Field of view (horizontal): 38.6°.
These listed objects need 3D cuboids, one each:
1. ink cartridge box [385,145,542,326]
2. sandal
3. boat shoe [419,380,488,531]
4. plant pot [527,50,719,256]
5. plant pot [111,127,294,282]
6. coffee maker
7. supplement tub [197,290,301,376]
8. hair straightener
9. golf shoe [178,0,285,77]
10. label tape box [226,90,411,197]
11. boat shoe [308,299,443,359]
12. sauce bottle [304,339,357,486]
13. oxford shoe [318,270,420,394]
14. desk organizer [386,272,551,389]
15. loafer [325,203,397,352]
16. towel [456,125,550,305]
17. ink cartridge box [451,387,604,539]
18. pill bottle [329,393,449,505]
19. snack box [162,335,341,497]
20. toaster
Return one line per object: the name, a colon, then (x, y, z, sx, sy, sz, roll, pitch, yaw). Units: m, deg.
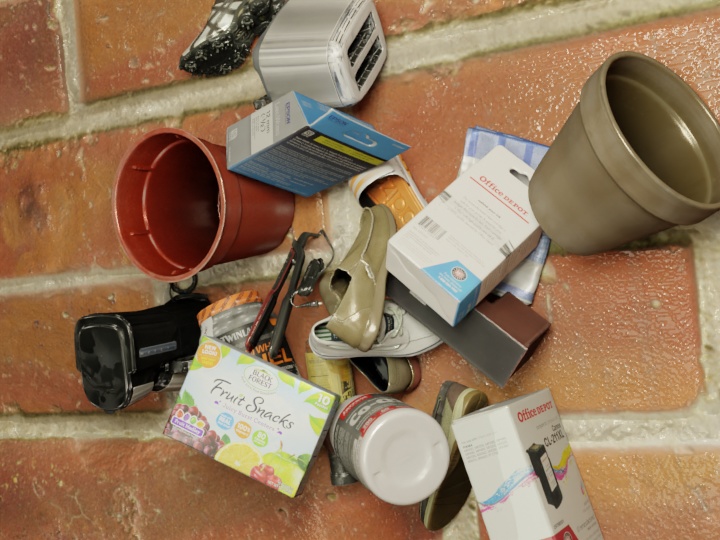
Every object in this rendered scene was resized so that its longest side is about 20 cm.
ink cartridge box: (0.138, -0.044, 1.229, 0.116, 0.200, 0.067, 41, 157, 21)
sandal: (0.033, -0.104, 1.348, 0.079, 0.059, 0.207, -50, 62, 27)
boat shoe: (0.112, 0.237, 1.331, 0.065, 0.073, 0.202, 29, 110, 42)
plant pot: (0.283, -0.110, 1.141, 0.173, 0.199, 0.202, -41, 72, 45)
plant pot: (-0.204, -0.090, 1.426, 0.199, 0.194, 0.204, 2, 94, 32)
coffee maker: (-0.315, 0.096, 1.506, 0.134, 0.199, 0.194, -29, 79, 29)
supplement tub: (-0.152, 0.139, 1.453, 0.122, 0.122, 0.202, -29, 78, 30)
hair straightener: (-0.084, 0.031, 1.406, 0.076, 0.041, 0.202, 20, 68, 13)
golf shoe: (-0.187, -0.355, 1.480, 0.199, 0.077, 0.095, -29, 61, 28)
label tape box: (-0.055, -0.167, 1.304, 0.199, 0.142, 0.067, -22, 63, 41)
boat shoe: (0.032, 0.076, 1.311, 0.197, 0.067, 0.074, -14, 75, -2)
sauce bottle: (-0.034, 0.192, 1.418, 0.065, 0.066, 0.203, -8, 91, 32)
oxford shoe: (0.002, 0.080, 1.379, 0.200, 0.074, 0.071, 50, 117, 20)
desk organizer: (0.130, 0.045, 1.275, 0.199, 0.077, 0.072, 39, 129, 17)
loafer: (0.000, 0.000, 1.270, 0.076, 0.067, 0.202, 123, 158, -55)
towel: (0.174, -0.069, 1.292, 0.146, 0.024, 0.203, 20, 104, 29)
ink cartridge box: (0.200, 0.254, 1.225, 0.082, 0.145, 0.202, -23, 82, 29)
pill bottle: (0.028, 0.217, 1.296, 0.200, 0.112, 0.116, -175, 82, -74)
snack box: (-0.142, 0.190, 1.355, 0.198, 0.053, 0.144, 22, 87, 12)
toaster: (-0.050, -0.280, 1.329, 0.128, 0.201, 0.114, 1, 133, 26)
